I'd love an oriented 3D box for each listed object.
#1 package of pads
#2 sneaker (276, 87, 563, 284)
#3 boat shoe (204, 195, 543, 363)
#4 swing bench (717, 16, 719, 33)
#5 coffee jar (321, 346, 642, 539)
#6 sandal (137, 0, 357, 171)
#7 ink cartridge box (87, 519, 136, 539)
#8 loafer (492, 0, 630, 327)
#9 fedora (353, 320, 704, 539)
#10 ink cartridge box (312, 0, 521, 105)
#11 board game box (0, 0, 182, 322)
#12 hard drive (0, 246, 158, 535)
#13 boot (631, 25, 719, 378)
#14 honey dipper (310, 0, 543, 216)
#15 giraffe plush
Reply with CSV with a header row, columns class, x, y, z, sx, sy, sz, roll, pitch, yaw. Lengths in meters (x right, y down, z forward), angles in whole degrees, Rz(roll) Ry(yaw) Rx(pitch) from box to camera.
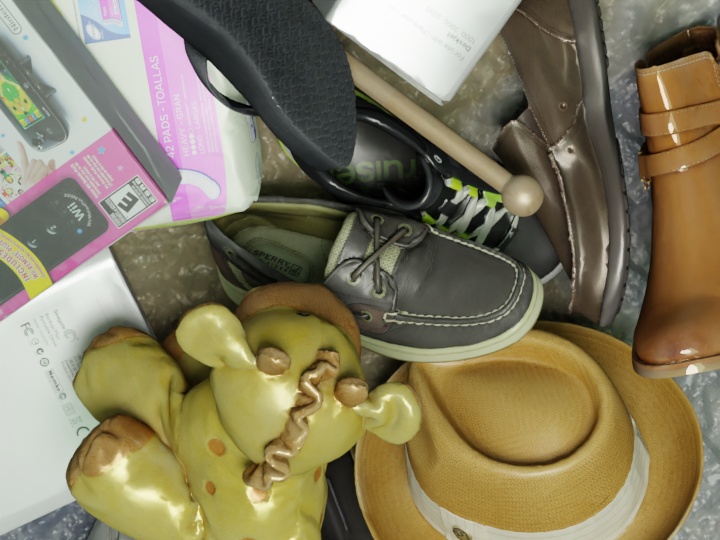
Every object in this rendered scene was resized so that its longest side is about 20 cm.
class,x,y,z,sx,sy,sz,roll,pitch,yaw
package of pads,-0.158,-0.093,1.157,0.199,0.068,0.155,-7,108,2
sneaker,0.034,-0.039,1.203,0.200,0.083,0.072,28,102,-16
boat shoe,0.000,-0.001,1.164,0.072,0.200,0.066,-66,148,-22
swing bench,0.285,-0.139,1.151,0.129,0.199,0.200,16,103,-13
coffee jar,0.069,0.126,1.247,0.200,0.104,0.085,-22,141,-1
sandal,-0.067,-0.124,1.092,0.043,0.076,0.200,-14,136,36
ink cartridge box,-0.086,0.237,1.269,0.200,0.084,0.145,23,103,-15
loafer,0.111,-0.066,1.206,0.071,0.073,0.201,-8,85,6
fedora,0.085,0.087,1.162,0.200,0.201,0.082,-23,139,-1
ink cartridge box,0.058,-0.202,1.124,0.085,0.145,0.200,31,100,-16
board game box,-0.216,-0.043,1.105,0.200,0.064,0.148,-34,105,12
hard drive,-0.208,0.083,1.234,0.200,0.027,0.132,-25,109,-1
boot,0.178,-0.039,1.176,0.074,0.200,0.155,-6,111,19
honey dipper,0.017,-0.093,1.156,0.200,0.038,0.038,39,100,15
giraffe plush,-0.054,0.074,1.123,0.172,0.200,0.162,0,139,-27
